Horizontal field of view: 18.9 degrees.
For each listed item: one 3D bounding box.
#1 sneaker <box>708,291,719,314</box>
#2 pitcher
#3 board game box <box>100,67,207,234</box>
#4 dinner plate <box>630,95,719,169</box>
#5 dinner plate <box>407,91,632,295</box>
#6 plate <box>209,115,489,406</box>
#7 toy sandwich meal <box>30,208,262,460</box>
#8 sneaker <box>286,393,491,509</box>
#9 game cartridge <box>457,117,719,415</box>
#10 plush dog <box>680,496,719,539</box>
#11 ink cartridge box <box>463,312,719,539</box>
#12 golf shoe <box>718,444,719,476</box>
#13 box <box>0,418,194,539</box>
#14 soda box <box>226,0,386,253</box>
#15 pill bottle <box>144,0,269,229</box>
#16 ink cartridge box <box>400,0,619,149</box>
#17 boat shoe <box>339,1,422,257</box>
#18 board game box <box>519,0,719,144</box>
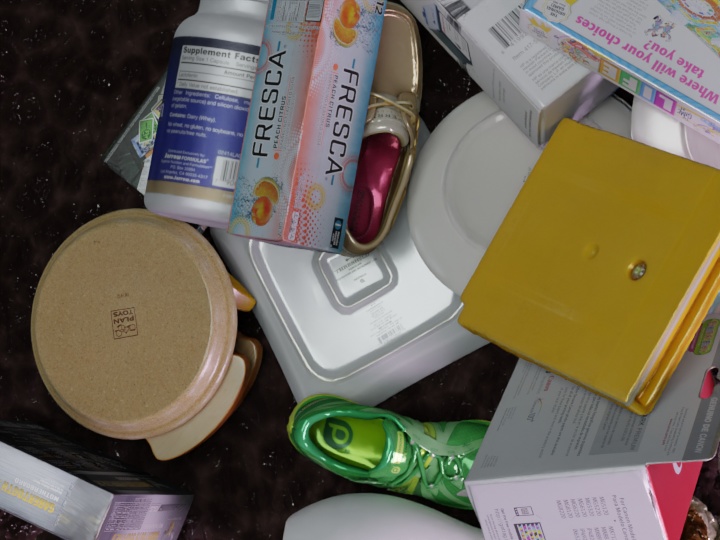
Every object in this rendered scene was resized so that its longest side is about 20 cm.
[{"bbox_3d":[0.245,0.008,1.622,0.082,0.074,0.200,24,94,-7],"label":"sneaker"},{"bbox_3d":[0.041,0.258,1.662,0.200,0.121,0.172,3,104,4],"label":"pitcher"},{"bbox_3d":[-0.113,-0.138,1.759,0.105,0.023,0.200,39,96,14],"label":"board game box"},{"bbox_3d":[0.297,-0.104,1.582,0.200,0.024,0.200,0,87,-7],"label":"dinner plate"},{"bbox_3d":[0.131,-0.064,1.653,0.200,0.024,0.200,-5,66,12],"label":"dinner plate"},{"bbox_3d":[0.000,0.000,1.720,0.200,0.032,0.200,-30,80,11],"label":"plate"},{"bbox_3d":[-0.170,0.048,1.749,0.205,0.070,0.205,-2,85,22],"label":"toy sandwich meal"},{"bbox_3d":[0.039,0.146,1.669,0.200,0.084,0.074,10,96,5],"label":"sneaker"},{"bbox_3d":[0.172,-0.007,1.533,0.200,0.032,0.176,26,85,52],"label":"game cartridge"},{"bbox_3d":[0.237,0.215,1.577,0.172,0.200,0.160,42,68,-15],"label":"plush dog"},{"bbox_3d":[0.188,0.117,1.521,0.176,0.200,0.084,-7,117,24],"label":"ink cartridge box"},{"bbox_3d":[0.295,0.092,1.561,0.078,0.097,0.200,-3,54,12],"label":"golf shoe"},{"bbox_3d":[-0.235,0.165,1.689,0.158,0.200,0.048,23,90,14],"label":"box"},{"bbox_3d":[-0.040,-0.117,1.615,0.064,0.068,0.200,9,87,43],"label":"soda box"},{"bbox_3d":[-0.096,-0.134,1.684,0.116,0.116,0.200,10,87,15],"label":"pill bottle"},{"bbox_3d":[0.126,-0.217,1.640,0.146,0.086,0.200,-38,71,-10],"label":"ink cartridge box"},{"bbox_3d":[0.015,-0.107,1.658,0.074,0.069,0.200,7,93,-15],"label":"boat shoe"},{"bbox_3d":[0.234,-0.184,1.561,0.200,0.034,0.134,32,74,12],"label":"board game box"}]
